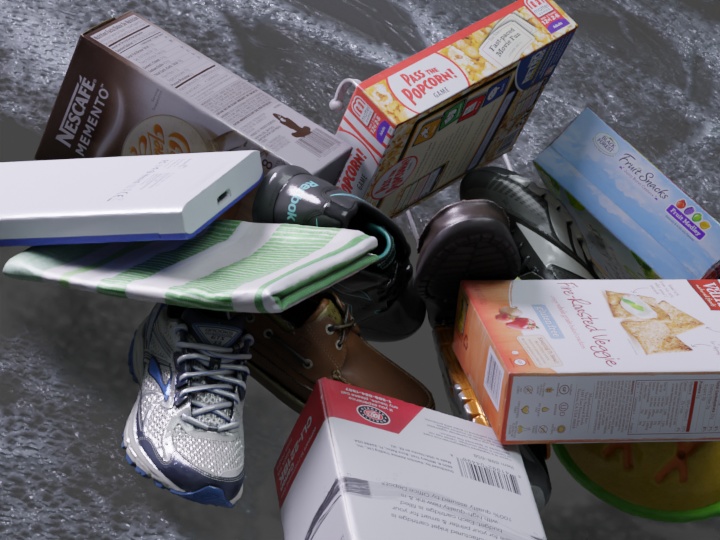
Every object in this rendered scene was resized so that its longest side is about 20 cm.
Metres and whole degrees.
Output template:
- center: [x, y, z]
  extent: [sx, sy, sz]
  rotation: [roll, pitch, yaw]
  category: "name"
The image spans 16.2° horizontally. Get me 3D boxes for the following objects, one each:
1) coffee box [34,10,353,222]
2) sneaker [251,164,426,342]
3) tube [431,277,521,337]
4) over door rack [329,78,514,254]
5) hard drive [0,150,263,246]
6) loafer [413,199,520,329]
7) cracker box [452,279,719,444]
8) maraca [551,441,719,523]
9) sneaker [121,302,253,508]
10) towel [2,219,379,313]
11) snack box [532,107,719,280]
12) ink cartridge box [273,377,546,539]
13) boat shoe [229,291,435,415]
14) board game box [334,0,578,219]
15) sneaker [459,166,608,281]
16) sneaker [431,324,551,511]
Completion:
- center: [-0.122, -0.085, 1.838]
  extent: [0.200, 0.115, 0.080]
  rotation: [31, 29, 11]
  category: "coffee box"
- center: [0.000, 0.000, 1.768]
  extent: [0.079, 0.076, 0.200]
  rotation: [15, -18, 37]
  category: "sneaker"
- center: [0.155, 0.070, 1.866]
  extent: [0.200, 0.052, 0.058]
  rotation: [32, 66, 1]
  category: "tube"
- center: [0.069, -0.063, 2.033]
  extent: [0.147, 0.067, 0.200]
  rotation: [-1, 52, -41]
  category: "over door rack"
- center: [-0.182, -0.047, 1.698]
  extent: [0.199, 0.025, 0.132]
  rotation: [-2, 19, 22]
  category: "hard drive"
- center: [0.067, -0.013, 1.768]
  extent: [0.073, 0.200, 0.072]
  rotation: [-6, 72, -4]
  category: "loafer"
- center: [0.174, 0.058, 1.688]
  extent: [0.199, 0.058, 0.134]
  rotation: [0, 26, -14]
  category: "cracker box"
- center: [0.228, 0.118, 1.782]
  extent: [0.199, 0.107, 0.137]
  rotation: [20, 65, 4]
  category: "maraca"
- center: [-0.106, 0.069, 1.613]
  extent: [0.077, 0.085, 0.200]
  rotation: [14, 30, -22]
  category: "sneaker"
- center: [-0.108, -0.009, 1.655]
  extent: [0.199, 0.023, 0.152]
  rotation: [9, 20, 27]
  category: "towel"
- center: [0.229, -0.018, 1.964]
  extent: [0.169, 0.068, 0.200]
  rotation: [45, -5, 25]
  category: "snack box"
- center: [0.035, 0.171, 1.560]
  extent: [0.144, 0.084, 0.200]
  rotation: [18, 27, -18]
  category: "ink cartridge box"
- center: [-0.033, 0.052, 1.725]
  extent: [0.200, 0.068, 0.072]
  rotation: [25, 27, -3]
  category: "boat shoe"
- center: [0.059, -0.113, 1.900]
  extent: [0.200, 0.152, 0.046]
  rotation: [-30, 69, -37]
  category: "board game box"
- center: [0.139, 0.008, 1.918]
  extent: [0.200, 0.066, 0.090]
  rotation: [51, 39, 0]
  category: "sneaker"
- center: [0.104, 0.092, 1.740]
  extent: [0.077, 0.078, 0.200]
  rotation: [-14, 36, -3]
  category: "sneaker"
